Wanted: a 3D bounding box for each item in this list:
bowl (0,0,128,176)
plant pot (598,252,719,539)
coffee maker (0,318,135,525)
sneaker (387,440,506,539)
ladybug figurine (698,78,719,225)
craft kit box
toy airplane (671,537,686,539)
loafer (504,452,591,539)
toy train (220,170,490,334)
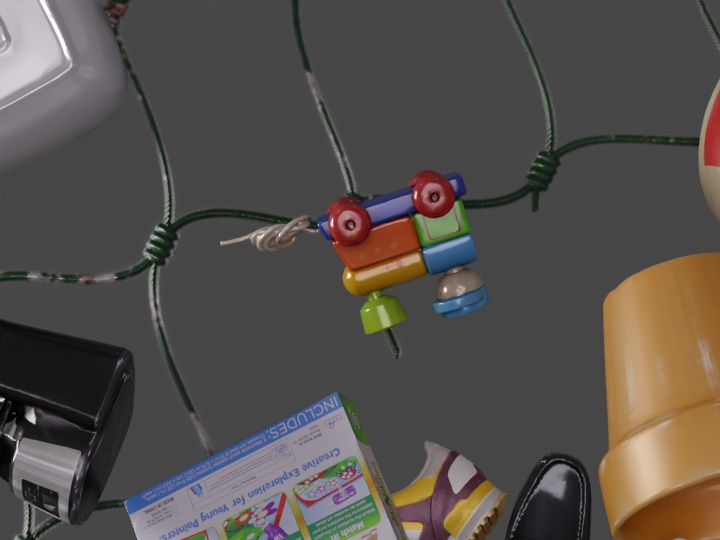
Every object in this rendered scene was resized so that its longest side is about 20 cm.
[{"bbox_3d":[-0.306,-0.186,1.797,0.199,0.075,0.201,-26,83,-3],"label":"bowl"},{"bbox_3d":[0.268,0.094,1.693,0.199,0.200,0.184,-13,68,0],"label":"plant pot"},{"bbox_3d":[-0.280,0.084,1.732,0.199,0.135,0.193,15,83,3],"label":"coffee maker"},{"bbox_3d":[0.025,0.230,1.740,0.090,0.075,0.200,39,81,17],"label":"sneaker"},{"bbox_3d":[0.346,-0.117,1.766,0.135,0.072,0.201,18,84,4],"label":"ladybug figurine"},{"bbox_3d":[-0.062,0.226,1.709,0.199,0.049,0.198,-27,63,9],"label":"craft kit box"},{"bbox_3d":[0.249,0.310,1.695,0.199,0.141,0.200,12,67,32],"label":"toy airplane"},{"bbox_3d":[0.141,0.242,1.729,0.068,0.070,0.202,15,84,3],"label":"loafer"},{"bbox_3d":[0.000,0.000,1.765,0.199,0.085,0.116,-18,96,0],"label":"toy train"}]
